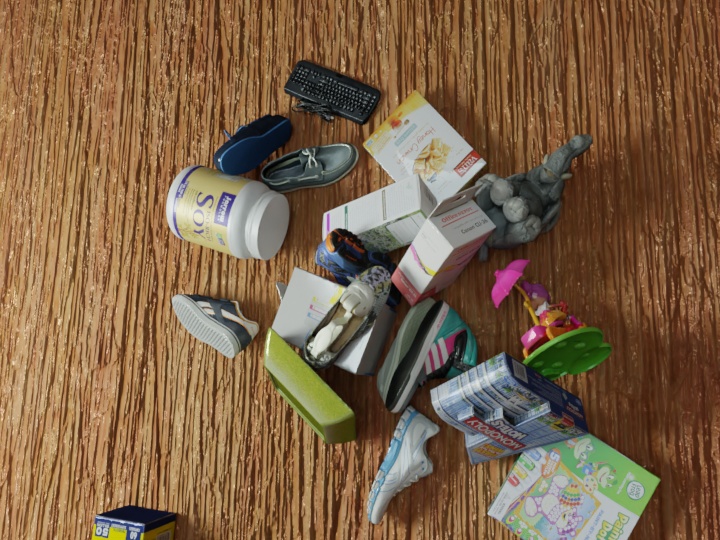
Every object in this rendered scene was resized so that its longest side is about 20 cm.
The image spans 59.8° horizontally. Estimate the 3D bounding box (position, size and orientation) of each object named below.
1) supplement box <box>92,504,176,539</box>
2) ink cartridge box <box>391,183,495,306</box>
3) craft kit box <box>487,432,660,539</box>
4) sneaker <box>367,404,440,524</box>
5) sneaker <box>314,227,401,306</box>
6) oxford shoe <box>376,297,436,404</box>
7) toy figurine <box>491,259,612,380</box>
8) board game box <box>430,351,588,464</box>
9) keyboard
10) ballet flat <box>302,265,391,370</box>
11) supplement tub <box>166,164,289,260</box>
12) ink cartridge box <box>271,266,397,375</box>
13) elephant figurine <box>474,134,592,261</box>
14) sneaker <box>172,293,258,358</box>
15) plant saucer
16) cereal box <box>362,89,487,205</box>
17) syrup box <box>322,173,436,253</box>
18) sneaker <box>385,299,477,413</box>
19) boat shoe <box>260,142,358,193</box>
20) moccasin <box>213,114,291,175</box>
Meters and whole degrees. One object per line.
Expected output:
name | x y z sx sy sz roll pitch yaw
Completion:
supplement box | -0.417 0.546 1.130 0.106 0.109 0.206 2 81 15
ink cartridge box | 0.141 -0.040 1.022 0.115 0.202 0.068 -26 67 -37
craft kit box | 0.334 0.357 0.994 0.195 0.048 0.203 30 89 15
sneaker | 0.075 0.338 1.054 0.085 0.075 0.204 23 87 12
sneaker | 0.000 0.000 1.093 0.078 0.199 0.077 -24 39 41
oxford shoe | 0.078 0.140 1.094 0.057 0.074 0.205 11 78 62
toy figurine | 0.294 0.067 1.015 0.151 0.196 0.187 -51 47 35
board game box | 0.210 0.228 0.969 0.199 0.198 0.063 -37 36 35
keyboard | -0.065 -0.345 1.228 0.196 0.040 0.106 25 87 19
ballet flat | -0.022 0.076 0.993 0.072 0.072 0.202 39 91 18
supplement tub | -0.247 -0.107 1.179 0.195 0.145 0.149 16 85 17
ink cartridge box | -0.056 0.086 1.103 0.196 0.128 0.128 21 86 18
elephant figurine | 0.292 -0.122 1.053 0.198 0.154 0.145 -30 106 -30
sneaker | -0.275 0.093 1.192 0.197 0.080 0.079 29 45 31
plant saucer | -0.092 0.210 1.051 0.048 0.201 0.199 -41 71 -18
cereal box | 0.117 -0.211 1.153 0.144 0.039 0.201 -43 72 6
syrup box | 0.033 -0.084 1.101 0.196 0.079 0.083 -20 52 25
sneaker | 0.131 0.167 1.043 0.119 0.083 0.203 33 76 -9
boat shoe | -0.100 -0.200 1.199 0.195 0.062 0.075 -15 76 12
moccasin | -0.213 -0.241 1.200 0.067 0.199 0.082 26 130 23
